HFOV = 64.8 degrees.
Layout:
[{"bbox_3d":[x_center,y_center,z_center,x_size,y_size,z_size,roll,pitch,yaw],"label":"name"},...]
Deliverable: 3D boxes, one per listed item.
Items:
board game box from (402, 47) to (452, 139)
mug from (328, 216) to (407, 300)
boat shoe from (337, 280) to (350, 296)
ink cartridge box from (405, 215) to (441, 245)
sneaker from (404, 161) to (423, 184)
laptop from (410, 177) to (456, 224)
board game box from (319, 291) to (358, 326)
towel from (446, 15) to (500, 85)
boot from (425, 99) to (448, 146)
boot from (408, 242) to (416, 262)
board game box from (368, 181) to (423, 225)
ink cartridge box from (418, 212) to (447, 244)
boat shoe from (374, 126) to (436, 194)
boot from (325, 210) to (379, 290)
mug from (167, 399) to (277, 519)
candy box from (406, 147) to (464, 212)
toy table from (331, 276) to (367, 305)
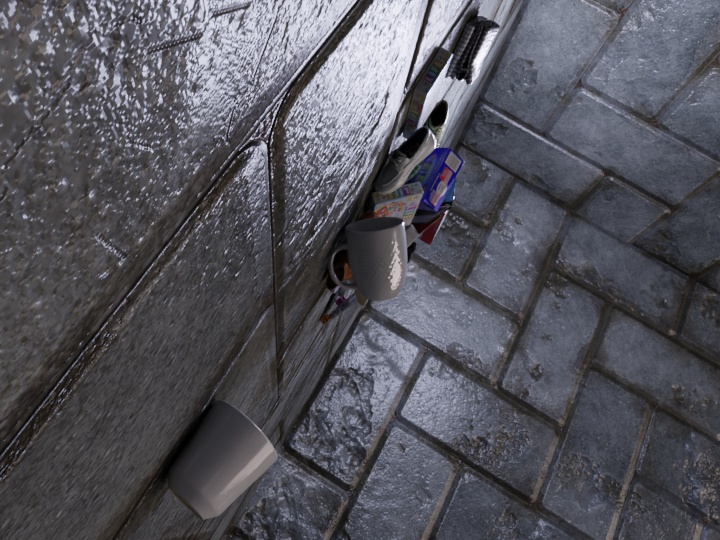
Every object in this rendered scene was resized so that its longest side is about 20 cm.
[{"bbox_3d":[0.161,-0.425,1.390,0.136,0.034,0.201,-59,175,-19],"label":"board game box"},{"bbox_3d":[0.019,-0.021,1.373,0.148,0.195,0.180,-124,-154,-72],"label":"mug"},{"bbox_3d":[-0.007,0.011,1.888,0.202,0.068,0.071,-59,175,-21],"label":"boat shoe"},{"bbox_3d":[0.155,-0.142,1.751,0.176,0.045,0.200,-44,-166,9],"label":"ink cartridge box"},{"bbox_3d":[0.109,-0.275,1.573,0.201,0.074,0.088,-52,-170,27],"label":"sneaker"},{"bbox_3d":[0.182,-0.229,1.710,0.198,0.118,0.185,-31,-161,-32],"label":"laptop"},{"bbox_3d":[-0.031,0.089,1.893,0.199,0.026,0.200,-37,-175,24],"label":"board game box"},{"bbox_3d":[0.324,-0.628,1.618,0.168,0.084,0.200,-65,173,33],"label":"towel"},{"bbox_3d":[0.221,-0.423,1.790,0.155,0.071,0.204,57,57,-85],"label":"boot"},{"bbox_3d":[0.101,-0.062,2.041,0.201,0.160,0.073,-63,172,24],"label":"boot"},{"bbox_3d":[0.087,-0.165,1.543,0.131,0.035,0.201,-15,163,-10],"label":"board game box"},{"bbox_3d":[0.207,-0.224,2.025,0.146,0.197,0.146,-54,170,-50],"label":"ink cartridge box"},{"bbox_3d":[0.103,-0.279,1.411,0.201,0.070,0.072,-45,147,1],"label":"boat shoe"},{"bbox_3d":[-0.019,-0.047,1.465,0.155,0.073,0.203,-48,164,-56],"label":"boot"},{"bbox_3d":[-0.246,0.343,0.985,0.153,0.148,0.188,-47,162,-31],"label":"mug"},{"bbox_3d":[0.179,-0.267,1.645,0.199,0.077,0.171,21,-100,56],"label":"candy box"},{"bbox_3d":[0.000,0.000,1.655,0.184,0.115,0.202,-53,170,-54],"label":"toy table"}]
